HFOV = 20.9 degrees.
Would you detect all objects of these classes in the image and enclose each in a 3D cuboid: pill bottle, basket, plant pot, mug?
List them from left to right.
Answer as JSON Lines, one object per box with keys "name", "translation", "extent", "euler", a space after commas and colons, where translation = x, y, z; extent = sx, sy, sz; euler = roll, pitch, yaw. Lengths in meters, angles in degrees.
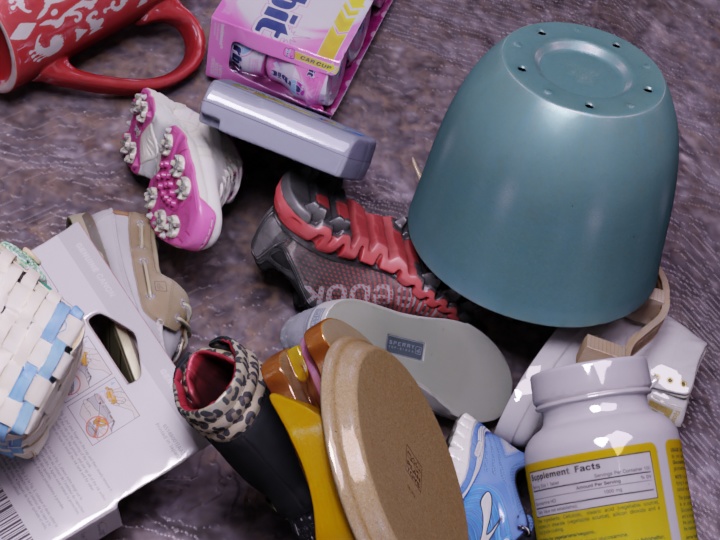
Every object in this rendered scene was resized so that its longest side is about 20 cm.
{"name": "basket", "translation": [-0.278, 0.035, 1.253], "extent": [0.198, 0.176, 0.140], "euler": [22, 77, -4]}
{"name": "mug", "translation": [-0.219, -0.223, 1.550], "extent": [0.177, 0.134, 0.200], "euler": [42, 56, 17]}
{"name": "plant pot", "translation": [0.146, -0.085, 1.451], "extent": [0.198, 0.162, 0.202], "euler": [8, 37, -6]}
{"name": "pill bottle", "translation": [0.175, 0.166, 1.361], "extent": [0.111, 0.112, 0.202], "euler": [-5, 80, -21]}

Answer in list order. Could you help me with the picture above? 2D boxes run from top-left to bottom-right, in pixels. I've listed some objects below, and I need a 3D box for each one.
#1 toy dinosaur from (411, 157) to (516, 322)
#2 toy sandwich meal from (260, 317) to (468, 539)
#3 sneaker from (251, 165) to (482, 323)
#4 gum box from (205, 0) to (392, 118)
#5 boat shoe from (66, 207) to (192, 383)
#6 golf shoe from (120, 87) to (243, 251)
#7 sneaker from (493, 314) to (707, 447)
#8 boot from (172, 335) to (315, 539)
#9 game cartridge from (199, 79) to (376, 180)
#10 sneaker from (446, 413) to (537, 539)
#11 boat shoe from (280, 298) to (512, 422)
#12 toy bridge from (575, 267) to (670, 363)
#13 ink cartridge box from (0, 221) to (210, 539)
{"name": "toy dinosaur", "translation": [0.122, -0.014, 1.567], "extent": [0.198, 0.058, 0.102], "euler": [19, 36, -14]}
{"name": "toy sandwich meal", "translation": [0.001, 0.128, 1.219], "extent": [0.070, 0.205, 0.207], "euler": [-20, 53, 19]}
{"name": "sneaker", "translation": [0.000, 0.000, 1.496], "extent": [0.199, 0.098, 0.071], "euler": [28, 33, -27]}
{"name": "gum box", "translation": [-0.044, -0.223, 1.632], "extent": [0.112, 0.066, 0.201], "euler": [19, 49, 7]}
{"name": "boat shoe", "translation": [-0.155, 0.034, 1.413], "extent": [0.068, 0.075, 0.201], "euler": [-12, 58, -19]}
{"name": "golf shoe", "translation": [-0.121, -0.075, 1.478], "extent": [0.091, 0.076, 0.200], "euler": [14, 26, -25]}
{"name": "sneaker", "translation": [0.193, 0.089, 1.490], "extent": [0.115, 0.074, 0.200], "euler": [36, 51, 14]}
{"name": "boot", "translation": [-0.059, 0.094, 1.322], "extent": [0.154, 0.073, 0.204], "euler": [49, 10, -24]}
{"name": "game cartridge", "translation": [-0.053, -0.108, 1.496], "extent": [0.132, 0.200, 0.041], "euler": [25, 95, -3]}
{"name": "sneaker", "translation": [0.081, 0.193, 1.373], "extent": [0.088, 0.079, 0.201], "euler": [21, 51, 1]}
{"name": "boat shoe", "translation": [0.026, 0.065, 1.444], "extent": [0.200, 0.071, 0.071], "euler": [21, 74, -37]}
{"name": "toy bridge", "translation": [0.203, 0.021, 1.495], "extent": [0.067, 0.027, 0.201], "euler": [18, 37, -4]}
{"name": "ink cartridge box", "translation": [-0.218, 0.091, 1.341], "extent": [0.175, 0.045, 0.201], "euler": [-30, 68, -16]}
